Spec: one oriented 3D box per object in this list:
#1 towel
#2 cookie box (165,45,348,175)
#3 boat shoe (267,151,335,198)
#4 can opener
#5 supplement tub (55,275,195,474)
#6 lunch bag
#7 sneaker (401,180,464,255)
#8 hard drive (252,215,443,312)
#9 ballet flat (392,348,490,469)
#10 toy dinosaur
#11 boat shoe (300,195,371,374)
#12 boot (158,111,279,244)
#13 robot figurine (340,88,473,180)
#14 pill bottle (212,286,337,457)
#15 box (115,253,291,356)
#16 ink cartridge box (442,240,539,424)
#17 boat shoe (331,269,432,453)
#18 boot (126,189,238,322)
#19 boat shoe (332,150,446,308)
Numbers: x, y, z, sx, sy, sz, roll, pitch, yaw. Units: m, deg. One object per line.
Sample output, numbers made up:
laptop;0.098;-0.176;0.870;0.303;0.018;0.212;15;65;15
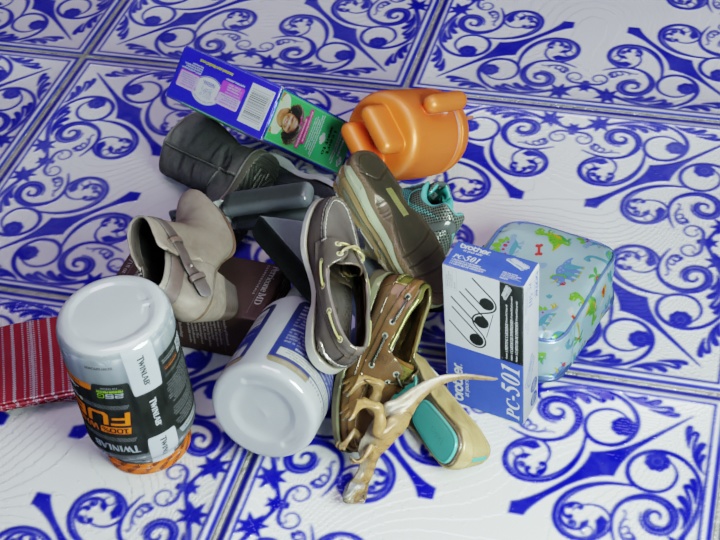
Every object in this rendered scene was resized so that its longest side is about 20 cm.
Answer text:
towel;-0.414;0.115;1.711;0.198;0.023;0.145;-10;40;-8
cookie box;-0.124;-0.205;1.908;0.170;0.200;0.076;27;94;30
boat shoe;-0.066;-0.088;1.860;0.199;0.076;0.061;25;76;47
can opener;-0.140;-0.060;1.742;0.198;0.053;0.067;-10;53;22
supplement tub;-0.241;0.115;1.557;0.121;0.201;0.123;-4;42;4
lunch bag;0.193;0.032;1.688;0.160;0.083;0.200;16;43;23
sneaker;0.073;-0.071;1.759;0.077;0.092;0.200;28;15;-29
hard drive;-0.011;-0.006;1.688;0.199;0.033;0.140;5;31;-40
ballet flat;0.074;0.145;1.608;0.063;0.069;0.200;8;33;-38
toy dinosaur;0.033;0.149;1.536;0.200;0.106;0.060;-49;27;2
boat shoe;-0.021;0.007;1.555;0.071;0.059;0.201;20;56;-34
boot;-0.207;-0.110;1.898;0.199;0.073;0.182;27;75;43
robot figurine;0.060;-0.174;1.889;0.116;0.145;0.199;27;23;32
pill bottle;-0.073;0.098;1.612;0.119;0.121;0.200;9;33;15
box;-0.189;0.035;1.739;0.198;0.075;0.100;11;44;15
ink cartridge box;0.139;0.067;1.570;0.093;0.201;0.044;17;46;23
boat shoe;0.024;0.100;1.572;0.068;0.202;0.072;12;-1;29
boot;-0.203;-0.030;1.637;0.070;0.146;0.201;-35;57;18
boat shoe;0.032;-0.035;1.662;0.071;0.076;0.201;-8;63;-44
